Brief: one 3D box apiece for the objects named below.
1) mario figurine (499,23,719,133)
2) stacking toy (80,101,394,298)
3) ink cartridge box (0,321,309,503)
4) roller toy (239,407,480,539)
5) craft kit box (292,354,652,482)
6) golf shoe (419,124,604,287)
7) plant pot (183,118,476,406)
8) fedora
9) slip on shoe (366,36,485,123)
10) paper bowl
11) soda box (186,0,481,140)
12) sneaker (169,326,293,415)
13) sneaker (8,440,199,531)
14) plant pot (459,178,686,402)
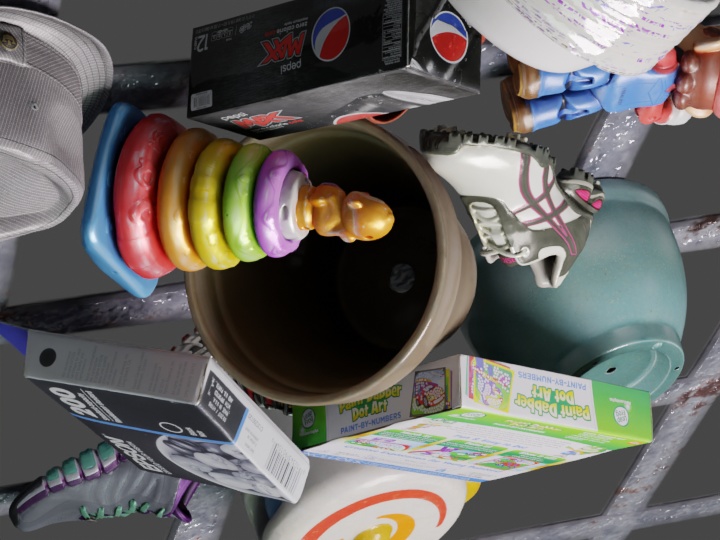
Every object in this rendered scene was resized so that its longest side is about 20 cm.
[{"bbox_3d":[0.199,-0.154,1.507,0.199,0.107,0.123,-5,-179,-8],"label":"mario figurine"},{"bbox_3d":[-0.072,-0.043,1.361,0.199,0.110,0.116,4,158,20],"label":"stacking toy"},{"bbox_3d":[-0.162,0.105,1.557,0.199,0.044,0.198,10,158,26],"label":"ink cartridge box"},{"bbox_3d":[-0.008,0.175,1.769,0.182,0.140,0.200,-31,148,12],"label":"roller toy"},{"bbox_3d":[0.084,0.116,1.597,0.199,0.049,0.197,13,161,-38],"label":"craft kit box"},{"bbox_3d":[0.111,-0.050,1.549,0.077,0.089,0.200,9,170,42],"label":"golf shoe"},{"bbox_3d":[0.000,0.000,1.499,0.200,0.201,0.173,-34,162,17],"label":"plant pot"},{"bbox_3d":[-0.237,-0.077,1.305,0.177,0.091,0.200,-41,144,26],"label":"fedora"},{"bbox_3d":[0.065,-0.169,1.390,0.200,0.061,0.074,-39,143,21],"label":"slip on shoe"},{"bbox_3d":[0.111,-0.199,1.245,0.200,0.201,0.104,13,132,-43],"label":"paper bowl"},{"bbox_3d":[-0.018,-0.131,1.304,0.071,0.064,0.199,14,165,-43],"label":"soda box"},{"bbox_3d":[-0.067,0.075,1.641,0.199,0.082,0.078,-18,147,-8],"label":"sneaker"},{"bbox_3d":[-0.188,0.179,1.696,0.199,0.088,0.074,-29,169,9],"label":"sneaker"},{"bbox_3d":[0.183,0.041,1.700,0.199,0.135,0.201,-17,147,-11],"label":"plant pot"}]
